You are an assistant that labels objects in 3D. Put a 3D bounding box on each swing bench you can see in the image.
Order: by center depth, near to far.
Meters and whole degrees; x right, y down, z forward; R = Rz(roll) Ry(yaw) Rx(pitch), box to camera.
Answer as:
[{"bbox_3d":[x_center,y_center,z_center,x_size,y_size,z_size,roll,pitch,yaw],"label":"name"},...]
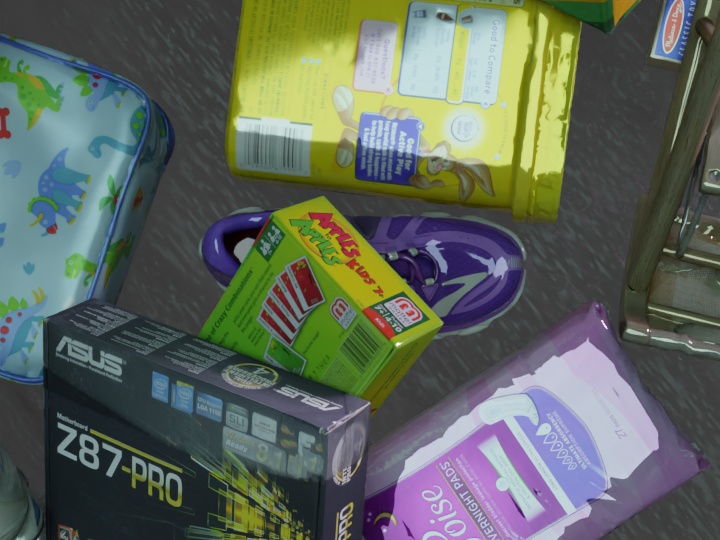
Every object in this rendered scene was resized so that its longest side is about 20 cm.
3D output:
[{"bbox_3d":[0.268,-0.039,0.804,0.199,0.130,0.200,14,110,4],"label":"swing bench"}]

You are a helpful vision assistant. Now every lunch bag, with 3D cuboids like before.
[{"bbox_3d":[-0.216,-0.041,0.867,0.160,0.082,0.200,18,89,4],"label":"lunch bag"}]

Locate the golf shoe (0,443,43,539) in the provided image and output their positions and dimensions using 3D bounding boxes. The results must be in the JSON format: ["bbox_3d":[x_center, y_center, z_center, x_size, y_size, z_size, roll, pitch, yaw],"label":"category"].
[{"bbox_3d":[-0.259,0.084,0.831,0.078,0.097,0.200,-37,54,-24],"label":"golf shoe"}]

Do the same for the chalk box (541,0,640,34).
[{"bbox_3d":[0.092,-0.249,0.789,0.200,0.125,0.124,32,70,30],"label":"chalk box"}]

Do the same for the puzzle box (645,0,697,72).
[{"bbox_3d":[0.264,-0.209,0.867,0.133,0.025,0.200,14,89,5],"label":"puzzle box"}]

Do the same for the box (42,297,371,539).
[{"bbox_3d":[-0.091,0.120,0.791,0.200,0.049,0.162,19,115,29],"label":"box"}]

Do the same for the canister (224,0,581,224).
[{"bbox_3d":[0.027,-0.113,0.851,0.200,0.087,0.149,7,87,6],"label":"canister"}]

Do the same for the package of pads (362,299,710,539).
[{"bbox_3d":[0.092,0.119,0.840,0.200,0.076,0.121,-34,83,2],"label":"package of pads"}]

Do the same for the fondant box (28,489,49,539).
[{"bbox_3d":[-0.261,0.237,0.869,0.144,0.058,0.200,0,86,4],"label":"fondant box"}]

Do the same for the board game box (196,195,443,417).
[{"bbox_3d":[-0.047,0.066,0.806,0.102,0.048,0.200,47,126,17],"label":"board game box"}]

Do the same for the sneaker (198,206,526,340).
[{"bbox_3d":[0.000,0.000,0.848,0.200,0.083,0.081,2,88,4],"label":"sneaker"}]
